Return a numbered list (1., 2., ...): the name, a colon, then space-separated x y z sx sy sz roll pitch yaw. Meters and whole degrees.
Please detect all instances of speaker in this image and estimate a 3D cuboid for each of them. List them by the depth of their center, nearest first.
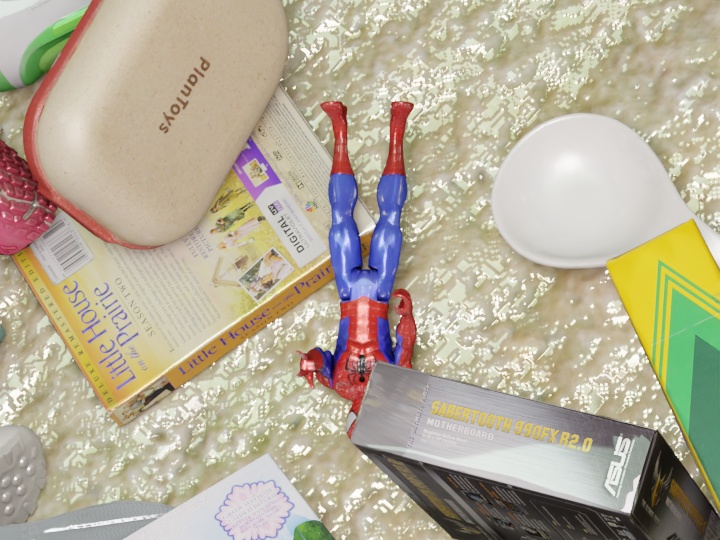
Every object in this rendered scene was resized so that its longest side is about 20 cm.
1. speaker: -0.160 -0.189 1.818 0.199 0.088 0.089 -26 62 5

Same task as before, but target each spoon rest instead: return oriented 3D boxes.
1. spoon rest: 0.163 -0.023 1.661 0.199 0.061 0.100 32 79 25

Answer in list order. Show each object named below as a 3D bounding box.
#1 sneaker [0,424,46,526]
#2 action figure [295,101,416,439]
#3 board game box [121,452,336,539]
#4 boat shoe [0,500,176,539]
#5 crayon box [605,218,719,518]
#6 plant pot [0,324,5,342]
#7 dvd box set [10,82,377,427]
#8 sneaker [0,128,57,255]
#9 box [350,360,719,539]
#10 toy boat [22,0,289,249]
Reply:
1. sneaker: -0.271 0.162 1.709 0.200 0.076 0.080 -47 51 -9
2. action figure: 0.000 0.000 1.663 0.065 0.099 0.201 0 86 5
3. board game box: -0.081 0.221 1.561 0.199 0.041 0.200 -31 51 -14
4. boat shoe: -0.167 0.179 1.670 0.199 0.062 0.072 -2 58 -3
5. crayon box: 0.204 0.092 1.519 0.058 0.200 0.173 -25 63 5
6. plant pot: -0.327 0.046 1.727 0.200 0.142 0.141 -36 47 -11
7. dvd box set: -0.102 -0.018 1.755 0.200 0.029 0.147 -35 62 -1
8. sneaker: -0.255 -0.059 1.789 0.075 0.080 0.200 -53 41 5
9. box: 0.100 0.115 1.541 0.158 0.200 0.049 13 75 23
10. toy boat: -0.136 -0.116 1.741 0.130 0.130 0.201 10 65 52
